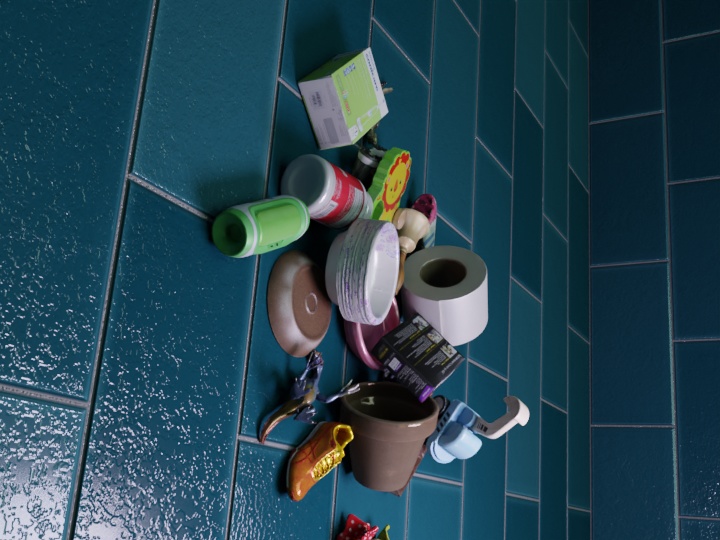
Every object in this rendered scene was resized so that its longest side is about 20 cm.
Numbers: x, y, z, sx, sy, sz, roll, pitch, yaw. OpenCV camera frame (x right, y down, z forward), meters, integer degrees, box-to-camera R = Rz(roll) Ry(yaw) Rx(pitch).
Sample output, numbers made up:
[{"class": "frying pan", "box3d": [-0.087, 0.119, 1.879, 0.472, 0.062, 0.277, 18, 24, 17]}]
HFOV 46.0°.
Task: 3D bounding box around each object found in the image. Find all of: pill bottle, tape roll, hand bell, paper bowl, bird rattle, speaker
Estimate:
[{"class": "pill bottle", "box3d": [-0.058, -0.143, 1.638, 0.199, 0.111, 0.114, 22, 67, -59]}, {"class": "tape roll", "box3d": [0.191, 0.057, 1.941, 0.203, 0.200, 0.140, -61, 152, -45]}, {"class": "hand bell", "box3d": [0.088, -0.030, 1.885, 0.104, 0.103, 0.201, 56, 37, -41]}, {"class": "paper bowl", "box3d": [0.000, 0.000, 1.643, 0.200, 0.103, 0.203, 7, 90, -72]}, {"class": "bird rattle", "box3d": [0.023, 0.586, 1.691, 0.199, 0.112, 0.165, 28, 78, -54]}, {"class": "speaker", "box3d": [-0.167, -0.078, 1.457, 0.200, 0.088, 0.090, -23, 106, -60]}]

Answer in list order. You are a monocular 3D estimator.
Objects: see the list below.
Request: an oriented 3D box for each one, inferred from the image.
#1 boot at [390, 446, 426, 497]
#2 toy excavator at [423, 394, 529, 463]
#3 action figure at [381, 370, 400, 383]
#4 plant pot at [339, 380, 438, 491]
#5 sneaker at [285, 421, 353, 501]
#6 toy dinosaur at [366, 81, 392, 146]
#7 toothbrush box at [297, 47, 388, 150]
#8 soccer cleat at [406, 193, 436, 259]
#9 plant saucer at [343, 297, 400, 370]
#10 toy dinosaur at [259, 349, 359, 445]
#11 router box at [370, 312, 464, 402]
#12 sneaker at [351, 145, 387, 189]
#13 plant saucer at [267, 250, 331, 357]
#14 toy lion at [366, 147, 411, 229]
[{"class": "boot", "box3d": [0.095, 0.373, 1.821, 0.200, 0.064, 0.187, -46, 129, -19]}, {"class": "toy excavator", "box3d": [0.230, 0.324, 1.739, 0.100, 0.199, 0.195, 41, 81, -35]}, {"class": "action figure", "box3d": [0.084, 0.276, 1.889, 0.200, 0.104, 0.195, -39, 116, -25]}, {"class": "plant pot", "box3d": [0.048, 0.341, 1.707, 0.200, 0.198, 0.177, -20, 121, -60]}, {"class": "sneaker", "box3d": [-0.076, 0.344, 1.565, 0.200, 0.076, 0.074, -53, 132, -49]}, {"class": "toy dinosaur", "box3d": [0.035, -0.373, 1.912, 0.089, 0.047, 0.201, 75, 27, -52]}, {"class": "toothbrush box", "box3d": [-0.031, -0.356, 1.747, 0.200, 0.085, 0.147, -50, 128, -51]}, {"class": "soccer cleat", "box3d": [0.149, -0.085, 2.063, 0.086, 0.069, 0.202, 46, 51, -62]}, {"class": "plant saucer", "box3d": [0.021, 0.111, 1.799, 0.200, 0.050, 0.203, 27, 59, -58]}, {"class": "toy dinosaur", "box3d": [-0.109, 0.211, 1.553, 0.181, 0.198, 0.106, -141, -152, -82]}, {"class": "router box", "box3d": [0.123, 0.178, 1.780, 0.149, 0.051, 0.200, 44, 26, 11]}, {"class": "sneaker", "box3d": [0.028, -0.220, 1.850, 0.091, 0.066, 0.200, -59, 165, 18]}, {"class": "plant saucer", "box3d": [-0.105, 0.062, 1.599, 0.200, 0.036, 0.203, 13, 75, -60]}, {"class": "toy lion", "box3d": [0.050, -0.157, 1.795, 0.200, 0.068, 0.193, -47, 151, -47]}]
